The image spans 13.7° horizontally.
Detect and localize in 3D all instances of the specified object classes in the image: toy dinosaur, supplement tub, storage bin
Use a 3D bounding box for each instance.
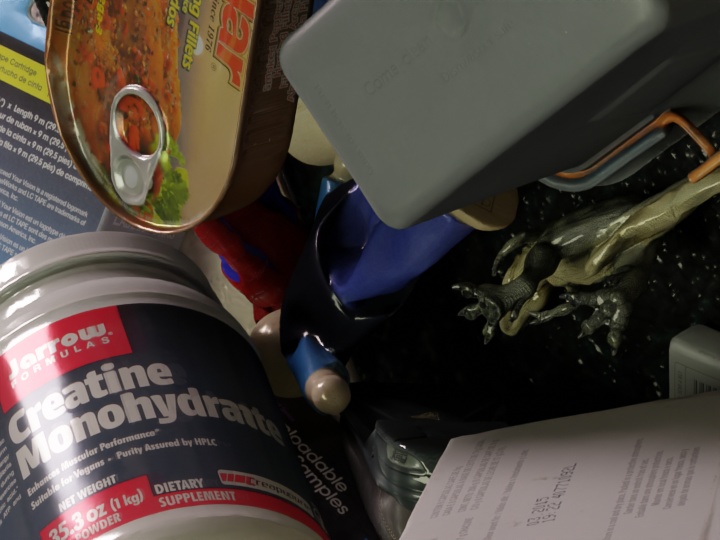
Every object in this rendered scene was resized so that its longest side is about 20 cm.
[{"bbox_3d":[0.093,-0.004,1.156,0.200,0.088,0.048,-22,104,53],"label":"toy dinosaur"},{"bbox_3d":[-0.093,0.093,1.226,0.200,0.140,0.141,-114,27,-45],"label":"supplement tub"},{"bbox_3d":[0.076,-0.091,1.061,0.200,0.134,0.146,-38,84,43],"label":"storage bin"}]

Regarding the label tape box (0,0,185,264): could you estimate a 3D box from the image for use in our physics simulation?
[{"bbox_3d":[-0.149,-0.041,1.419,0.143,0.066,0.200,26,95,38],"label":"label tape box"}]

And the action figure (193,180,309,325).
[{"bbox_3d":[-0.066,-0.050,1.321,0.052,0.065,0.200,-15,111,23],"label":"action figure"}]

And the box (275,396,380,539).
[{"bbox_3d":[-0.062,0.136,1.330,0.143,0.200,0.036,45,141,23],"label":"box"}]

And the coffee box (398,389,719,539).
[{"bbox_3d":[0.130,0.164,1.030,0.199,0.200,0.198,-11,105,17],"label":"coffee box"}]

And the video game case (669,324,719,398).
[{"bbox_3d":[0.203,0.132,1.165,0.200,0.023,0.183,22,127,39],"label":"video game case"}]

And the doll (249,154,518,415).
[{"bbox_3d":[0.000,0.000,1.242,0.200,0.048,0.137,-46,31,52],"label":"doll"}]

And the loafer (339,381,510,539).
[{"bbox_3d":[0.026,0.089,1.233,0.200,0.073,0.073,-98,11,-82],"label":"loafer"}]

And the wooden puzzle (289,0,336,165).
[{"bbox_3d":[-0.017,-0.152,1.239,0.185,0.037,0.200,-24,93,52],"label":"wooden puzzle"}]

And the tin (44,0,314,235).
[{"bbox_3d":[-0.065,-0.109,1.112,0.112,0.042,0.200,37,128,38],"label":"tin"}]

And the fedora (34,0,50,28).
[{"bbox_3d":[-0.055,-0.156,1.184,0.200,0.091,0.201,19,117,42],"label":"fedora"}]
